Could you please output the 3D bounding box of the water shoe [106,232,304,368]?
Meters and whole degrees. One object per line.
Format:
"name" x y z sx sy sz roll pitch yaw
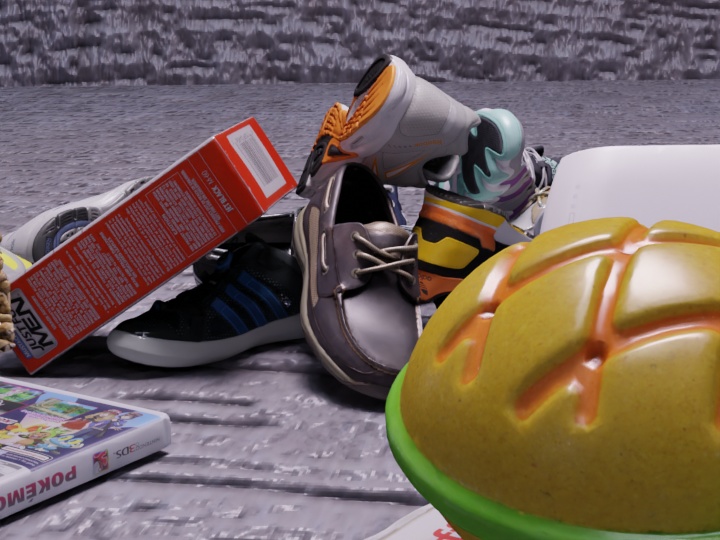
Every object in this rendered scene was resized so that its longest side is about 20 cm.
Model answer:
"water shoe" -0.090 0.014 0.983 0.199 0.080 0.071 -12 16 -38

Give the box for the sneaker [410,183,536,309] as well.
"sneaker" 0.086 0.004 1.038 0.070 0.091 0.200 22 -3 31

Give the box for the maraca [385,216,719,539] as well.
"maraca" 0.091 0.047 0.385 0.136 0.108 0.199 -26 29 -28

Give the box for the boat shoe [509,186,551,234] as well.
"boat shoe" 0.166 -0.039 1.210 0.198 0.069 0.075 -5 14 -13

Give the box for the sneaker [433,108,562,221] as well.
"sneaker" 0.149 -0.094 1.259 0.139 0.078 0.200 -10 -17 -16

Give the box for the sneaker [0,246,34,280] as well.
"sneaker" -0.341 0.000 1.118 0.199 0.076 0.076 19 14 30

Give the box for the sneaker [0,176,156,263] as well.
"sneaker" -0.240 -0.042 1.271 0.086 0.075 0.199 2 12 36

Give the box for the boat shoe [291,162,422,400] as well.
"boat shoe" 0.000 0.000 0.908 0.074 0.074 0.201 6 36 -23

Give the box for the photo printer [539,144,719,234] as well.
"photo printer" 0.198 0.010 0.788 0.198 0.168 0.069 0 -15 6

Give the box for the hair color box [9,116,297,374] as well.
"hair color box" -0.147 -0.019 0.954 0.199 0.064 0.111 -32 6 15

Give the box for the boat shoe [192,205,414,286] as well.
"boat shoe" -0.036 -0.020 1.096 0.197 0.068 0.074 0 45 9

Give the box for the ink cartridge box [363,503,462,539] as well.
"ink cartridge box" 0.113 0.128 0.451 0.199 0.085 0.144 10 18 37

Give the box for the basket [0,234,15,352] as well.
"basket" -0.339 0.002 0.866 0.199 0.144 0.148 -15 8 -41

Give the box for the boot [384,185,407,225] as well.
"boot" 0.005 -0.047 1.214 0.072 0.091 0.200 -2 13 -4

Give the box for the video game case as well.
"video game case" -0.236 0.097 0.768 0.199 0.023 0.182 7 15 35

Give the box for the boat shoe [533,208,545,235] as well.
"boat shoe" 0.240 -0.025 1.130 0.200 0.075 0.086 5 12 9

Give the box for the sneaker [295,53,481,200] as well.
"sneaker" 0.018 -0.082 1.016 0.091 0.076 0.200 25 -17 -13
